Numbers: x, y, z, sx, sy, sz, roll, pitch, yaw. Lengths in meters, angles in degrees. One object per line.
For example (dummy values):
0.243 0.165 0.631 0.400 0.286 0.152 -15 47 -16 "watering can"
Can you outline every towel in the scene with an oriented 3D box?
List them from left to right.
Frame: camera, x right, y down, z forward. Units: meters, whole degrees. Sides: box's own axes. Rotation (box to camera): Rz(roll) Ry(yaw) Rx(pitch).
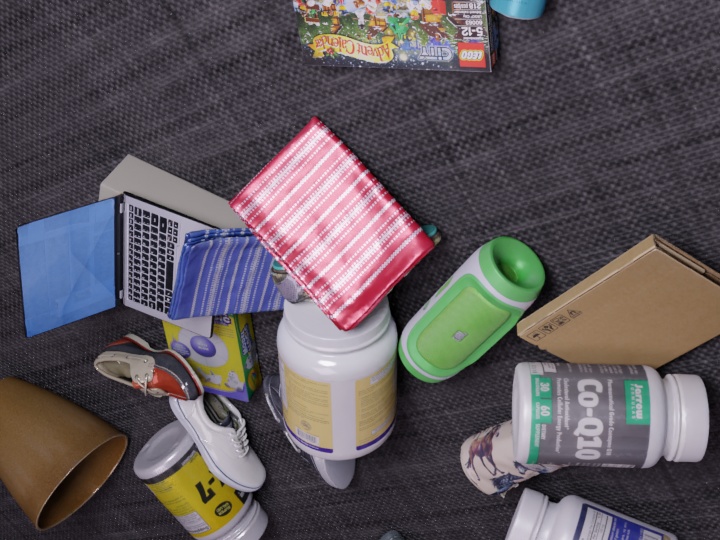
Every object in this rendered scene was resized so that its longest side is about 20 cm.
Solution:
-0.121 0.005 1.271 0.200 0.024 0.145 -4 139 -24 "towel"
-0.033 -0.049 1.187 0.145 0.022 0.200 -43 84 8 "towel"

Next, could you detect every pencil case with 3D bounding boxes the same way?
0.221 0.215 1.323 0.089 0.078 0.200 41 134 -23 "pencil case"

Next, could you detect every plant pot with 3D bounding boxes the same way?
-0.493 0.260 1.658 0.200 0.186 0.187 39 135 11 "plant pot"

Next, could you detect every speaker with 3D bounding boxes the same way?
0.122 0.048 1.230 0.088 0.089 0.200 35 134 -5 "speaker"

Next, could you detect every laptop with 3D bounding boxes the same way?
-0.282 0.017 1.279 0.200 0.116 0.187 21 135 9 "laptop"

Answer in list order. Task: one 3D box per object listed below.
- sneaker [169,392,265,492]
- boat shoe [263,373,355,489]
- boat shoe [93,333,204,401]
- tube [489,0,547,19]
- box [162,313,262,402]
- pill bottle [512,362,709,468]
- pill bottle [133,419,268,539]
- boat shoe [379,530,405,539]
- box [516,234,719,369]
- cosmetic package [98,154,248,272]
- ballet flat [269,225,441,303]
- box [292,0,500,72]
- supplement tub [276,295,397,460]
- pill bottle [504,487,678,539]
-0.193 0.238 1.547 0.071 0.073 0.200 -19 116 40 "sneaker"
-0.072 0.217 1.473 0.068 0.072 0.200 -2 131 37 "boat shoe"
-0.287 0.140 1.472 0.200 0.063 0.071 18 131 43 "boat shoe"
0.156 -0.321 0.940 0.077 0.050 0.200 13 126 6 "tube"
-0.201 0.079 1.439 0.117 0.048 0.200 11 129 19 "box"
0.269 0.158 1.188 0.199 0.113 0.113 1 129 3 "pill bottle"
-0.233 0.327 1.612 0.114 0.114 0.200 -20 116 37 "pill bottle"
0.038 0.457 1.640 0.062 0.073 0.200 62 152 30 "boat shoe"
0.294 0.051 1.156 0.163 0.021 0.200 26 136 -26 "box"
-0.218 -0.048 1.325 0.200 0.073 0.104 24 134 5 "cosmetic package"
0.000 0.000 1.234 0.200 0.072 0.072 -12 123 9 "ballet flat"
0.031 -0.264 1.048 0.200 0.038 0.137 6 129 22 "box"
-0.027 0.115 1.315 0.145 0.145 0.200 13 131 16 "supplement tub"
0.288 0.355 1.377 0.200 0.120 0.120 21 133 10 "pill bottle"
